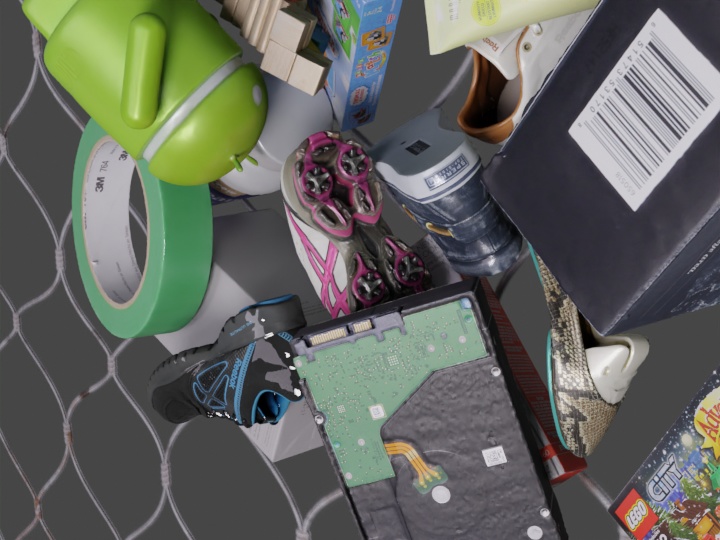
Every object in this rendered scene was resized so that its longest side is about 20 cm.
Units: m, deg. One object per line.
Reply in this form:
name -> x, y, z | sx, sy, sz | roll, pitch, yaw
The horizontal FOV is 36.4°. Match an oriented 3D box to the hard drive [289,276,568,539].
hard drive -> 0.048, 0.118, 0.747 | 0.138, 0.038, 0.202 | -17, 103, 18

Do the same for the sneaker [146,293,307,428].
sneaker -> -0.105, 0.093, 0.865 | 0.199, 0.073, 0.083 | -35, 74, 47

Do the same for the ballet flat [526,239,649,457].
ballet flat -> 0.157, 0.025, 0.745 | 0.075, 0.067, 0.203 | -12, 86, 40

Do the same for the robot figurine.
robot figurine -> -0.151, -0.148, 0.813 | 0.116, 0.176, 0.200 | -43, 95, 11

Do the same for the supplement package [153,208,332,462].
supplement package -> -0.078, 0.049, 0.971 | 0.200, 0.119, 0.123 | 40, 126, 36

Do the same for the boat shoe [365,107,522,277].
boat shoe -> 0.058, -0.056, 0.799 | 0.092, 0.070, 0.200 | 58, -177, -17

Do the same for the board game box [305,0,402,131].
board game box -> -0.021, -0.219, 0.845 | 0.200, 0.036, 0.153 | 104, 144, -71

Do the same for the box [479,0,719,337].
box -> 0.202, -0.085, 0.563 | 0.118, 0.198, 0.198 | 55, 134, 25

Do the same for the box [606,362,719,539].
box -> 0.254, 0.133, 0.673 | 0.137, 0.037, 0.202 | 49, 131, 30

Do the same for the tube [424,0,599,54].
tube -> 0.131, -0.187, 0.674 | 0.197, 0.052, 0.059 | -5, 50, 23

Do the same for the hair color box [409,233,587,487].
hair color box -> 0.071, 0.085, 0.827 | 0.110, 0.064, 0.202 | -35, 69, 21

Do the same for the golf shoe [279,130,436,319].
golf shoe -> 0.000, 0.000, 0.808 | 0.202, 0.072, 0.092 | 68, 158, 3

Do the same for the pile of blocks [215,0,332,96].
pile of blocks -> -0.062, -0.210, 0.837 | 0.200, 0.081, 0.063 | 51, 129, 38

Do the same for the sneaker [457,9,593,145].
sneaker -> 0.122, -0.171, 0.726 | 0.073, 0.084, 0.202 | 41, 125, 37

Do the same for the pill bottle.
pill bottle -> -0.111, -0.119, 0.968 | 0.199, 0.110, 0.113 | -5, 94, 55

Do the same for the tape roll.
tape roll -> -0.196, -0.044, 0.963 | 0.199, 0.048, 0.204 | 13, 106, 54
